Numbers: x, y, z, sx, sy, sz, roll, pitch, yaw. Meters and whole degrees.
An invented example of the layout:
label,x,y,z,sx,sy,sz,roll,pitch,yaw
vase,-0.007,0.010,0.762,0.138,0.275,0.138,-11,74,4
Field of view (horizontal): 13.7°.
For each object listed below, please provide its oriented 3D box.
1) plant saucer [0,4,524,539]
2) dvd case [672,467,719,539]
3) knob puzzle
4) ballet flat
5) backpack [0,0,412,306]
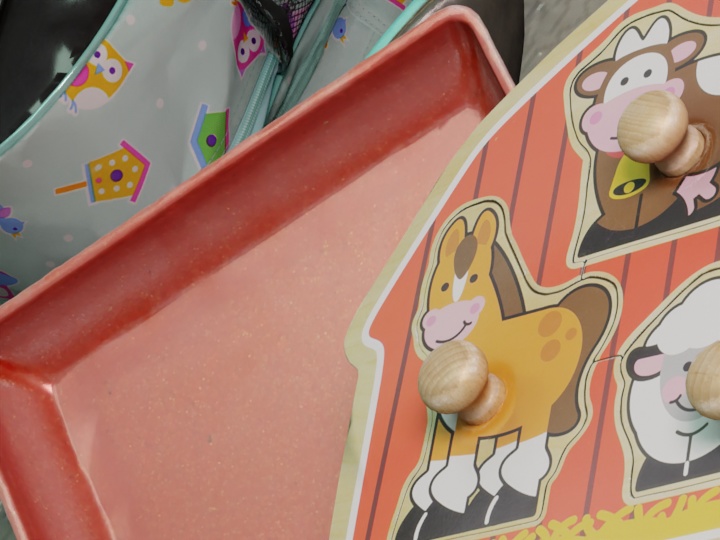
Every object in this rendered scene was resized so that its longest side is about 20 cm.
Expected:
label,x,y,z,sx,sy,sz,roll,pitch,yaw
plant saucer,-0.003,0.058,0.864,0.199,0.037,0.200,-33,65,16
dvd case,0.068,0.108,0.709,0.150,0.025,0.200,-46,36,11
knob puzzle,0.066,-0.008,0.765,0.219,0.030,0.220,-30,41,29
ballet flat,0.000,0.000,0.932,0.068,0.068,0.200,45,103,29
backpack,-0.090,-0.074,0.993,0.175,0.153,0.200,0,49,43
